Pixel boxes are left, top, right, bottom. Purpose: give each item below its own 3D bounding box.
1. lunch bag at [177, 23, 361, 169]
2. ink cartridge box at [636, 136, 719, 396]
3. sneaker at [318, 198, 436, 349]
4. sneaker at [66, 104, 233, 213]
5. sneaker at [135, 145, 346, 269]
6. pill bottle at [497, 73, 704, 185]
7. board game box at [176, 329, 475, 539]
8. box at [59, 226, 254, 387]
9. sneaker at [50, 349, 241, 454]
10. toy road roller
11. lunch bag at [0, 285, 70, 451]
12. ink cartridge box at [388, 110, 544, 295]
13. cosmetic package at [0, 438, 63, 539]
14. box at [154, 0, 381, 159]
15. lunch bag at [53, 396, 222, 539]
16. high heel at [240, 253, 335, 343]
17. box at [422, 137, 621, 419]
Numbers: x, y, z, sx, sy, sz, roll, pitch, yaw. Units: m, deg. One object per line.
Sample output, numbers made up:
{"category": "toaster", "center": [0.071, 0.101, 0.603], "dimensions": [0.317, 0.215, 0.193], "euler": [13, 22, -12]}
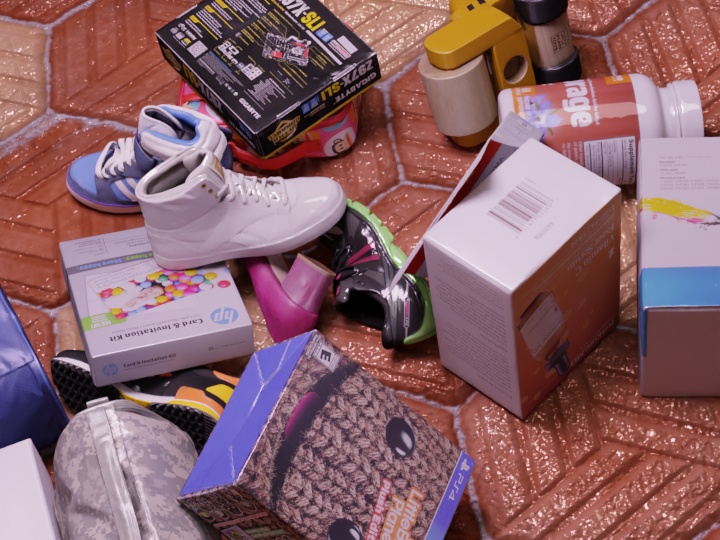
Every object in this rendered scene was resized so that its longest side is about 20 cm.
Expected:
{"category": "lunch bag", "center": [-0.100, -0.188, 1.655], "dimensions": [0.200, 0.082, 0.176], "euler": [-1, 57, 9]}
{"category": "ink cartridge box", "center": [0.331, -0.005, 1.401], "dimensions": [0.146, 0.147, 0.200], "euler": [-1, 53, 9]}
{"category": "sneaker", "center": [0.000, 0.000, 1.495], "dimensions": [0.084, 0.077, 0.200], "euler": [-30, 52, -15]}
{"category": "sneaker", "center": [-0.231, -0.130, 1.584], "dimensions": [0.200, 0.147, 0.081], "euler": [8, 54, 14]}
{"category": "sneaker", "center": [-0.116, -0.073, 1.456], "dimensions": [0.200, 0.116, 0.074], "euler": [-16, 48, -3]}
{"category": "pill bottle", "center": [0.245, -0.142, 1.540], "dimensions": [0.200, 0.112, 0.112], "euler": [-7, 52, 4]}
{"category": "board game box", "center": [-0.026, 0.178, 1.278], "dimensions": [0.097, 0.200, 0.160], "euler": [-21, 35, 51]}
{"category": "box", "center": [-0.204, 0.026, 1.483], "dimensions": [0.156, 0.041, 0.200], "euler": [-11, 38, -14]}
{"category": "sneaker", "center": [-0.202, 0.111, 1.456], "dimensions": [0.200, 0.070, 0.090], "euler": [16, 39, 22]}
{"category": "toy road roller", "center": [0.134, -0.243, 1.636], "dimensions": [0.200, 0.123, 0.146], "euler": [-34, 41, -17]}
{"category": "lunch bag", "center": [-0.378, 0.096, 1.442], "dimensions": [0.132, 0.136, 0.200], "euler": [-27, 53, -12]}
{"category": "ink cartridge box", "center": [0.102, -0.057, 1.417], "dimensions": [0.047, 0.160, 0.200], "euler": [34, 22, 1]}
{"category": "cosmetic package", "center": [-0.316, 0.263, 1.342], "dimensions": [0.113, 0.081, 0.200], "euler": [-19, 51, -6]}
{"category": "box", "center": [-0.100, -0.229, 1.604], "dimensions": [0.160, 0.049, 0.200], "euler": [-35, 58, -15]}
{"category": "lunch bag", "center": [-0.191, 0.228, 1.293], "dimensions": [0.139, 0.168, 0.200], "euler": [-19, 53, -5]}
{"category": "high heel", "center": [-0.112, 0.005, 1.527], "dimensions": [0.200, 0.067, 0.096], "euler": [34, 97, 46]}
{"category": "box", "center": [0.153, 0.010, 1.384], "dimensions": [0.106, 0.200, 0.152], "euler": [34, 64, 30]}
